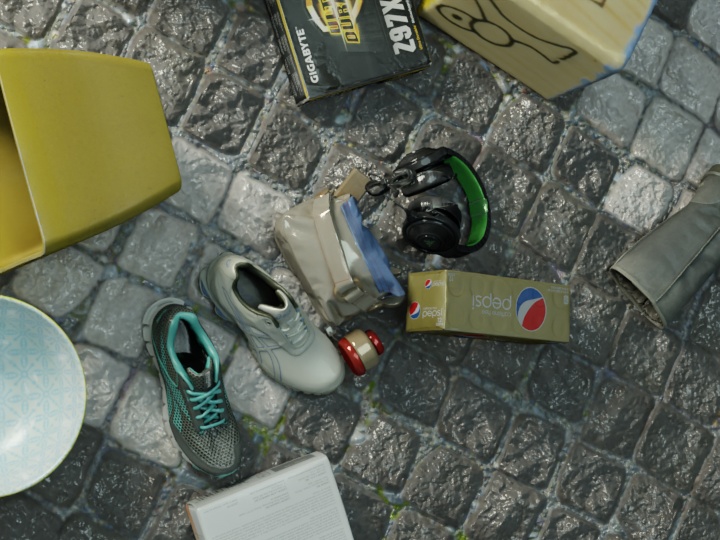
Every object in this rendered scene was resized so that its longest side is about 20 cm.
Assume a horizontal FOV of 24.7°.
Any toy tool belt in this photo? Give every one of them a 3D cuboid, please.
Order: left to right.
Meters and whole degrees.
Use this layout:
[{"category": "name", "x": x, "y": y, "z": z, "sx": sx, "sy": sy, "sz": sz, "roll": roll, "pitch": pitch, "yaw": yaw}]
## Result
[{"category": "toy tool belt", "x": 0.000, "y": 0.000, "z": 1.796, "sx": 0.122, "sy": 0.125, "sz": 0.201, "roll": -30, "pitch": 96, "yaw": -11}]

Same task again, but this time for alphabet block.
[{"category": "alphabet block", "x": 0.215, "y": -0.338, "z": 1.864, "sx": 0.199, "sy": 0.195, "sz": 0.197, "roll": 31, "pitch": 74, "yaw": -15}]

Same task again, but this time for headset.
[{"category": "headset", "x": 0.084, "y": -0.083, "z": 1.819, "sx": 0.199, "sy": 0.094, "sz": 0.124, "roll": 7, "pitch": 69, "yaw": -46}]

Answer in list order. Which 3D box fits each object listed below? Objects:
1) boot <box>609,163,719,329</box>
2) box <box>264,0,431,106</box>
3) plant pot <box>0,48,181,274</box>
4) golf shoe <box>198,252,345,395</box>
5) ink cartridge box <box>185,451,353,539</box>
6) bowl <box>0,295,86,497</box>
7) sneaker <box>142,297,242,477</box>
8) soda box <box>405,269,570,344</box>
[{"category": "boot", "x": 0.420, "y": -0.007, "z": 1.969, "sx": 0.182, "sy": 0.073, "sz": 0.200, "roll": 41, "pitch": 67, "yaw": 3}, {"category": "box", "x": -0.024, "y": -0.302, "z": 1.853, "sx": 0.159, "sy": 0.049, "sz": 0.201, "roll": -17, "pitch": 91, "yaw": -22}, {"category": "plant pot", "x": -0.298, "y": -0.119, "z": 1.674, "sx": 0.176, "sy": 0.200, "sz": 0.201, "roll": -15, "pitch": 90, "yaw": -32}, {"category": "golf shoe", "x": -0.088, "y": 0.061, "z": 1.772, "sx": 0.200, "sy": 0.097, "sz": 0.078, "roll": 42, "pitch": 72, "yaw": -13}, {"category": "ink cartridge box", "x": -0.083, "y": 0.317, "z": 1.784, "sx": 0.161, "sy": 0.050, "sz": 0.201, "roll": -19, "pitch": 100, "yaw": -20}, {"category": "bowl", "x": -0.383, "y": 0.126, "z": 1.656, "sx": 0.199, "sy": 0.108, "sz": 0.202, "roll": 2, "pitch": 85, "yaw": -19}, {"category": "sneaker", "x": -0.175, "y": 0.125, "z": 1.738, "sx": 0.077, "sy": 0.091, "sz": 0.201, "roll": -23, "pitch": 93, "yaw": -19}, {"category": "soda box", "x": 0.145, "y": 0.042, "z": 1.838, "sx": 0.199, "sy": 0.064, "sz": 0.068, "roll": 8, "pitch": 82, "yaw": -40}]
